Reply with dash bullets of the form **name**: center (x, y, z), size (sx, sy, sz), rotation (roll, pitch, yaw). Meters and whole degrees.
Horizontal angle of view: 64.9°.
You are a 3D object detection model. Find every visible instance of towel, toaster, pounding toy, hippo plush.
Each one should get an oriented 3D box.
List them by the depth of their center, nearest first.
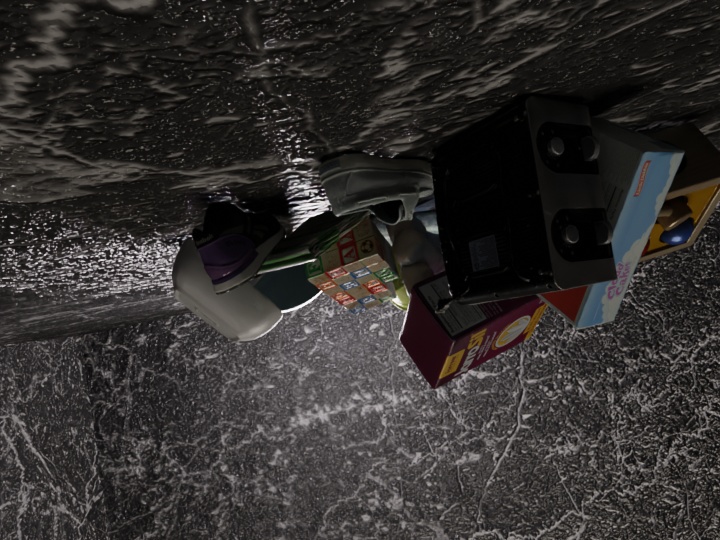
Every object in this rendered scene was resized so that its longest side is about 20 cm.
- **toaster**: center (0.165, -0.059, 0.610), size (0.116, 0.186, 0.199), rotation (-4, 173, -27)
- **pounding toy**: center (0.393, -0.091, 0.774), size (0.180, 0.144, 0.202), rotation (-16, 146, -5)
- **towel**: center (-0.072, -0.051, 0.799), size (0.150, 0.024, 0.200), rotation (-14, -161, 34)
- **hippo plush**: center (0.136, -0.025, 0.875), size (0.157, 0.204, 0.160), rotation (-19, -163, 4)
- **towel**: center (0.095, -0.079, 1.083), size (0.167, 0.050, 0.200), rotation (-7, 177, 15)

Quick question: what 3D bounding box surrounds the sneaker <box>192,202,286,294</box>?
- **sneaker**: center (-0.151, -0.055, 0.718), size (0.074, 0.089, 0.201), rotation (-23, -161, 11)

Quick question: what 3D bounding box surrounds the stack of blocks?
- **stack of blocks**: center (0.000, 0.000, 0.897), size (0.113, 0.060, 0.200), rotation (-19, 156, 12)

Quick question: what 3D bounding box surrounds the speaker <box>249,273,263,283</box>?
- **speaker**: center (-0.206, -0.013, 1.001), size (0.079, 0.083, 0.200), rotation (-10, 175, -15)

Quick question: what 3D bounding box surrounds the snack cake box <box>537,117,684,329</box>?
- **snack cake box**: center (0.256, -0.054, 0.632), size (0.066, 0.204, 0.115), rotation (-6, -148, -27)

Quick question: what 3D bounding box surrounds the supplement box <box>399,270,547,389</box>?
- **supplement box**: center (0.168, 0.062, 0.826), size (0.196, 0.104, 0.132), rotation (-22, 147, -23)

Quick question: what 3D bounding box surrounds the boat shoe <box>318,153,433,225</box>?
- **boat shoe**: center (0.029, -0.088, 0.660), size (0.069, 0.073, 0.198), rotation (-14, 175, 40)

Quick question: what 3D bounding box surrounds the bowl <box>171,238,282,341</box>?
- **bowl**: center (-0.232, 0.047, 0.934), size (0.075, 0.199, 0.199), rotation (-55, -169, -19)

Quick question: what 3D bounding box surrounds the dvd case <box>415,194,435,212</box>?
- **dvd case**: center (0.138, -0.123, 0.881), size (0.139, 0.018, 0.199), rotation (-10, 175, -24)

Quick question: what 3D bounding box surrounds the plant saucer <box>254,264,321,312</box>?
- **plant saucer**: center (-0.138, 0.022, 1.108), size (0.196, 0.039, 0.203), rotation (-12, -143, 9)

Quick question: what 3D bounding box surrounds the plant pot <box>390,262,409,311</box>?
- **plant pot**: center (0.127, 0.006, 1.632), size (0.196, 0.206, 0.184), rotation (-12, 165, 21)
